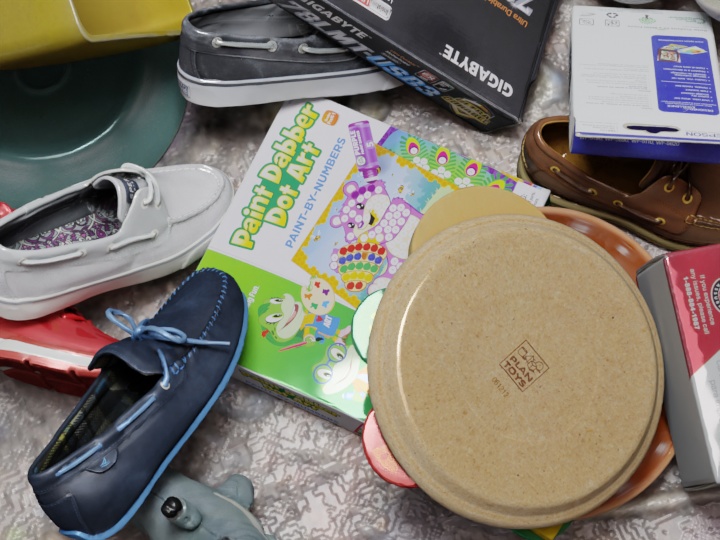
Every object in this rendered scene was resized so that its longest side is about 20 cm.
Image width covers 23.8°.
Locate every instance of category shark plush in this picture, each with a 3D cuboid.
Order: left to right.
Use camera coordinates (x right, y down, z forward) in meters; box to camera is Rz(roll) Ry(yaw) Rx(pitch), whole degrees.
[{"bbox_3d":[-0.101,0.166,1.032,0.091,0.200,0.083,-44,117,-3],"label":"shark plush"}]

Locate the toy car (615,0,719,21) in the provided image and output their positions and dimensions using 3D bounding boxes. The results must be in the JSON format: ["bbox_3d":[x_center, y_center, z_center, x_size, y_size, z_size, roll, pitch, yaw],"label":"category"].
[{"bbox_3d":[0.226,-0.269,1.140,0.199,0.175,0.150,18,66,30],"label":"toy car"}]

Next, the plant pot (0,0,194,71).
[{"bbox_3d":[-0.245,-0.216,1.110,0.176,0.200,0.201,-19,94,17],"label":"plant pot"}]

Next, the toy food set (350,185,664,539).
[{"bbox_3d":[0.091,0.061,1.050,0.200,0.049,0.198,35,73,-7],"label":"toy food set"}]

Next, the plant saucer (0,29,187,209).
[{"bbox_3d":[-0.223,-0.138,1.215,0.199,0.036,0.201,-1,71,4],"label":"plant saucer"}]

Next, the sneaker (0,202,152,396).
[{"bbox_3d":[-0.219,0.013,1.140,0.199,0.078,0.116,12,73,6],"label":"sneaker"}]

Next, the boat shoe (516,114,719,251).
[{"bbox_3d":[0.202,-0.060,1.144,0.199,0.068,0.072,13,72,8],"label":"boat shoe"}]

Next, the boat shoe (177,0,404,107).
[{"bbox_3d":[-0.029,-0.164,1.169,0.199,0.068,0.072,-9,41,-17],"label":"boat shoe"}]

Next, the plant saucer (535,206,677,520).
[{"bbox_3d":[0.119,0.060,1.099,0.199,0.032,0.202,3,79,-14],"label":"plant saucer"}]

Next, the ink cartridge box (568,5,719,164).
[{"bbox_3d":[0.186,-0.116,1.122,0.099,0.039,0.200,5,31,5],"label":"ink cartridge box"}]

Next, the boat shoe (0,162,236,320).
[{"bbox_3d":[-0.163,-0.035,1.123,0.199,0.069,0.072,-19,58,-31],"label":"boat shoe"}]

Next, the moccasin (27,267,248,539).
[{"bbox_3d":[-0.131,0.069,1.047,0.080,0.068,0.201,-8,43,38],"label":"moccasin"}]

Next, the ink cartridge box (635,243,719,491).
[{"bbox_3d":[0.290,0.046,1.071,0.199,0.083,0.147,-11,81,-6],"label":"ink cartridge box"}]

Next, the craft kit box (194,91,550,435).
[{"bbox_3d":[0.000,0.000,1.150,0.197,0.049,0.201,22,73,13],"label":"craft kit box"}]

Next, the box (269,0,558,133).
[{"bbox_3d":[0.052,-0.227,1.166,0.199,0.050,0.199,28,68,-28],"label":"box"}]
